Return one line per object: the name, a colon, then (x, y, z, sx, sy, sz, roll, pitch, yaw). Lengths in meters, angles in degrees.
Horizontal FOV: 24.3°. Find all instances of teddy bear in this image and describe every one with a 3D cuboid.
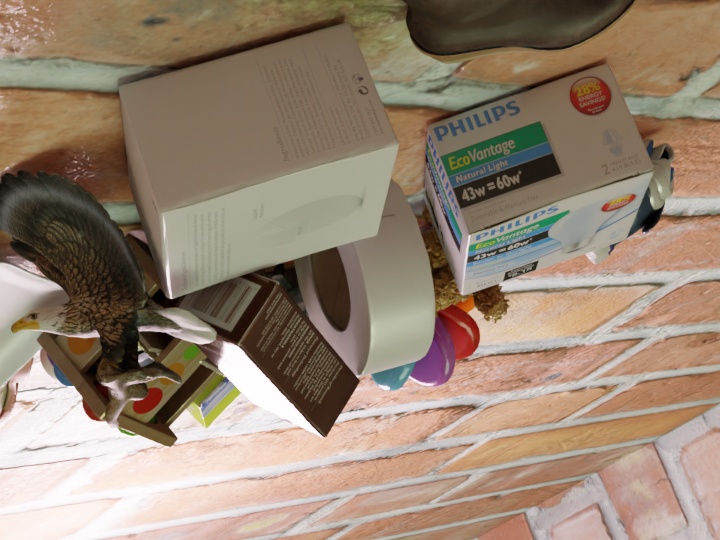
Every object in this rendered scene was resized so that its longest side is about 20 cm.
teddy bear: (0.111, -0.013, 1.818, 0.200, 0.145, 0.067, -4, 160, -32)

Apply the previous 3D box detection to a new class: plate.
plate: (-0.368, 0.065, 1.571, 0.200, 0.032, 0.200, -43, 161, 6)

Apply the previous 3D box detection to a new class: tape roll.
tape roll: (0.000, 0.000, 1.634, 0.071, 0.203, 0.202, -14, 161, -19)

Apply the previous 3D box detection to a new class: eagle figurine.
eagle figurine: (-0.233, 0.016, 1.428, 0.152, 0.200, 0.151, -35, 155, 33)

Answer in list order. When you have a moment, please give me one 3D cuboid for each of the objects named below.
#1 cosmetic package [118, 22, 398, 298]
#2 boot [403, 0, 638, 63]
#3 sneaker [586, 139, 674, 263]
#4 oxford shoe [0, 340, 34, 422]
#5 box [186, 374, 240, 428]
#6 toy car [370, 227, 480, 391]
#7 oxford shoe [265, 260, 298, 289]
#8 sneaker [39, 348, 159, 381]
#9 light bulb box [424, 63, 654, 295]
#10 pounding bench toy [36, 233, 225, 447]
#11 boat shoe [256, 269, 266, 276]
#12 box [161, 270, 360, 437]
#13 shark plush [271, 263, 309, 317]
cosmetic package: (-0.089, -0.089, 1.404, 0.200, 0.123, 0.199, -18, 162, -12)
boot: (0.130, -0.226, 1.330, 0.200, 0.073, 0.166, -19, 164, 7)
sneaker: (0.299, -0.083, 1.895, 0.146, 0.081, 0.200, -41, 180, 3)
oxford shoe: (-0.390, 0.103, 1.742, 0.074, 0.071, 0.200, 9, 148, -18)
box: (-0.154, 0.113, 1.919, 0.122, 0.048, 0.200, -47, 174, -12)
toy car: (0.059, 0.061, 1.903, 0.200, 0.150, 0.175, -38, 177, -39)
oxford shoe: (-0.102, 0.033, 1.817, 0.200, 0.073, 0.071, -20, 163, 0)
sneaker: (-0.228, 0.075, 1.786, 0.200, 0.081, 0.146, 8, 151, -46)
light bulb box: (0.175, -0.088, 1.694, 0.198, 0.125, 0.200, -19, 163, -4)
pounding bench toy: (-0.194, 0.089, 1.658, 0.156, 0.124, 0.200, -48, 146, 4)
boat shoe: (-0.131, -0.020, 1.639, 0.072, 0.076, 0.200, -27, 163, 12)
box: (-0.089, 0.071, 1.553, 0.075, 0.100, 0.200, -57, 146, -17)
shark plush: (-0.074, 0.029, 1.759, 0.200, 0.083, 0.091, -47, 163, 21)
